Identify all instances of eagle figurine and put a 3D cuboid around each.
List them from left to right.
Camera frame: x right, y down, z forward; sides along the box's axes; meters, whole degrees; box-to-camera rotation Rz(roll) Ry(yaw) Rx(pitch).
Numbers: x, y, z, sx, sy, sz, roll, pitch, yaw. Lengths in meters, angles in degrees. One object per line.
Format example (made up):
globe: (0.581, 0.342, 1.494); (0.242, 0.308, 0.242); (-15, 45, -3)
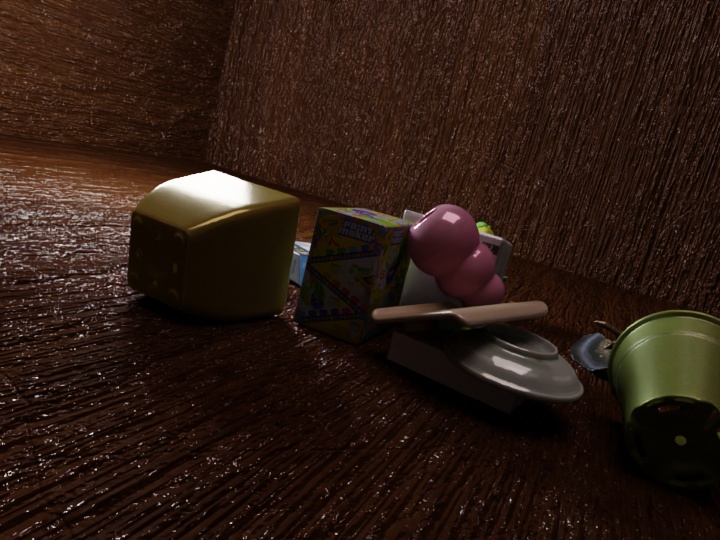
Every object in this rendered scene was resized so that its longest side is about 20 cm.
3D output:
eagle figurine: (0.504, 0.162, 1.148); (0.153, 0.150, 0.200); (62, -5, 20)

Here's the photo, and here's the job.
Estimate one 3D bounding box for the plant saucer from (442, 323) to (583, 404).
plant saucer: (0.216, 0.117, 0.838); (0.198, 0.051, 0.200); (13, 12, -3)

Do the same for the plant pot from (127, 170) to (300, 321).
plant pot: (-0.236, -0.033, 0.913); (0.193, 0.197, 0.200); (19, 18, 25)

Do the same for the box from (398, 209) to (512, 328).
box: (0.163, 0.011, 1.151); (0.197, 0.202, 0.130); (19, 4, 23)

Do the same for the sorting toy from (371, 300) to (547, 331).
sorting toy: (0.142, 0.069, 0.884); (0.184, 0.037, 0.199); (-3, 0, -36)

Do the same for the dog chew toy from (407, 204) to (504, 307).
dog chew toy: (0.169, -0.011, 1.012); (0.201, 0.124, 0.125); (51, 9, -6)

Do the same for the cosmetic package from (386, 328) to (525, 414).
cosmetic package: (0.145, 0.141, 0.886); (0.199, 0.051, 0.082); (21, 12, 29)

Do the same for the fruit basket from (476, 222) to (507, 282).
fruit basket: (0.261, -0.024, 1.486); (0.214, 0.218, 0.155); (22, 13, 35)

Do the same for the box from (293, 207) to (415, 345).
box: (0.000, 0.000, 1.029); (0.121, 0.195, 0.200); (18, 11, 18)

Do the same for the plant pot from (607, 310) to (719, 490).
plant pot: (0.415, 0.176, 0.775); (0.198, 0.202, 0.190); (19, 23, 22)

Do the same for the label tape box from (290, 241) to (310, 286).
label tape box: (-0.097, -0.009, 1.290); (0.142, 0.067, 0.199); (6, 12, -40)

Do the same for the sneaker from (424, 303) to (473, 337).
sneaker: (0.164, 0.126, 0.985); (0.199, 0.075, 0.084); (22, 37, 21)
